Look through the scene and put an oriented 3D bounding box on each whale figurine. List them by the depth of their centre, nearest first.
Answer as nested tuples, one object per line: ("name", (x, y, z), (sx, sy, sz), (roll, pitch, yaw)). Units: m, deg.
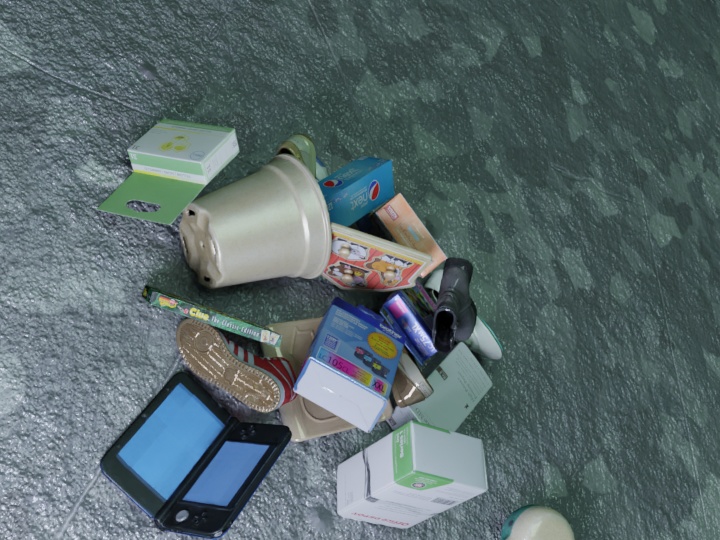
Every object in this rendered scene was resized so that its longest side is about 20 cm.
("whale figurine", (0.277, 0.495, 1.567), (0.157, 0.103, 0.203), (29, 75, -24))

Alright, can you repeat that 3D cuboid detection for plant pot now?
("plant pot", (-0.173, -0.060, 1.441), (0.181, 0.200, 0.204), (-19, 79, -32))

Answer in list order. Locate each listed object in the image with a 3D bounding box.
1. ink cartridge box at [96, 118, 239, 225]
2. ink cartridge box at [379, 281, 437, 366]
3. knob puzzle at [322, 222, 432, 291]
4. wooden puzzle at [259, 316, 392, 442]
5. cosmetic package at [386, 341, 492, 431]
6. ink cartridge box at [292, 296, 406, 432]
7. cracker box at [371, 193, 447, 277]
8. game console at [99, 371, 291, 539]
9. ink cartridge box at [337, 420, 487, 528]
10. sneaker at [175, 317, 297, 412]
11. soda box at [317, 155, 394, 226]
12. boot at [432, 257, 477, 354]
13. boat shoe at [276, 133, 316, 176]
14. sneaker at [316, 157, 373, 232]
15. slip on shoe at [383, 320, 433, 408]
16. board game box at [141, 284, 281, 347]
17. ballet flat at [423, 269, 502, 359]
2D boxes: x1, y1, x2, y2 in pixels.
("ink cartridge box", (-0.294, -0.155, 1.416), (0.201, 0.143, 0.049), (-54, 146, -44))
("ink cartridge box", (0.096, 0.082, 1.610), (0.120, 0.042, 0.200), (53, 19, -3))
("knob puzzle", (0.000, 0.000, 1.519), (0.217, 0.218, 0.031), (25, 62, -26))
("wooden puzzle", (-0.059, 0.170, 1.493), (0.197, 0.046, 0.189), (-7, 71, -37))
("cosmetic package", (0.136, 0.221, 1.602), (0.102, 0.074, 0.200), (52, 44, -3))
("ink cartridge box", (-0.011, 0.131, 1.428), (0.135, 0.077, 0.201), (29, 31, -5))
("cracker box", (0.080, -0.060, 1.620), (0.057, 0.200, 0.135), (-36, 92, -1))
("game console", (-0.220, 0.244, 1.271), (0.201, 0.168, 0.120), (-53, 129, -43))
("ink cartridge box", (0.073, 0.314, 1.411), (0.144, 0.199, 0.086), (20, 51, -30))
("sneaker", (-0.179, 0.139, 1.388), (0.198, 0.072, 0.112), (35, 9, 17))
("soda box", (-0.023, -0.125, 1.548), (0.199, 0.063, 0.069), (-36, 129, -46))
("boot", (0.148, 0.088, 1.559), (0.202, 0.068, 0.133), (75, 27, -48))
("boat shoe", (-0.107, -0.120, 1.547), (0.066, 0.073, 0.204), (-32, 118, -55))
("sneaker", (-0.067, -0.120, 1.639), (0.199, 0.075, 0.089), (40, 66, -14))
("slip on shoe", (0.059, 0.155, 1.546), (0.076, 0.060, 0.201), (51, 4, -36))
("board game box", (-0.218, 0.067, 1.364), (0.197, 0.105, 0.024), (21, 89, -22))
("ballet flat", (0.183, 0.093, 1.727), (0.069, 0.069, 0.202), (-29, 82, -44))
